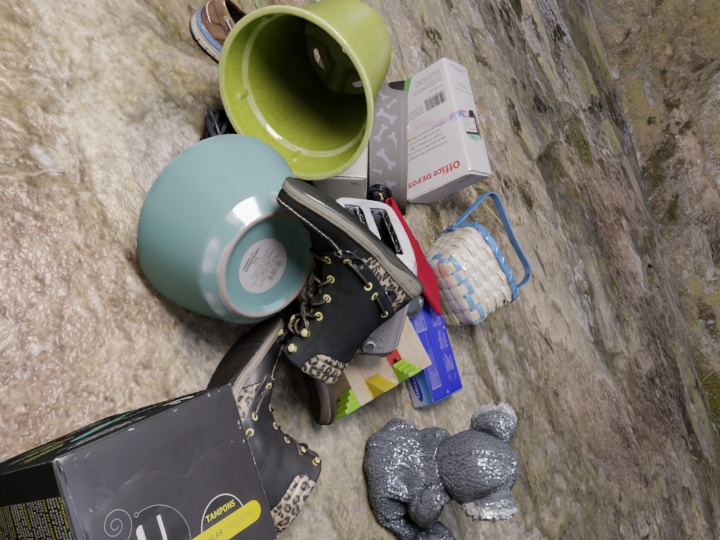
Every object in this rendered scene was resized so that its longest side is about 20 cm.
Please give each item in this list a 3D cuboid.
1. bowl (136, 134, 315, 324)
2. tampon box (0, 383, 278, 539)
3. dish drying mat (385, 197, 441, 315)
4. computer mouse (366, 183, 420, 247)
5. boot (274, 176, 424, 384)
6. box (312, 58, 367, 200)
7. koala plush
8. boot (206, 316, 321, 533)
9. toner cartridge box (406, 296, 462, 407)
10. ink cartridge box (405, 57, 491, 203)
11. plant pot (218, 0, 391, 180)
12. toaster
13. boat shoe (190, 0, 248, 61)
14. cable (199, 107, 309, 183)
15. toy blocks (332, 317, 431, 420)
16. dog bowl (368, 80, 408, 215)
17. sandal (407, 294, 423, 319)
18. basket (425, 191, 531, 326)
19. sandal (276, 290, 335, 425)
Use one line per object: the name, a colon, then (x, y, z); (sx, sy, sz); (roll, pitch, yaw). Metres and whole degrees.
bowl: (-0.119, -0.027, 0.669); (0.198, 0.104, 0.206); (-24, 129, -33)
tampon box: (-0.191, 0.187, 0.496); (0.148, 0.197, 0.130); (-17, 87, -51)
dish drying mat: (0.079, -0.016, 0.948); (0.201, 0.018, 0.078); (55, 25, -47)
computer mouse: (0.048, -0.056, 0.969); (0.035, 0.057, 0.201); (-67, 149, -27)
boot: (-0.040, 0.019, 0.641); (0.202, 0.154, 0.074); (37, 6, -38)
box: (-0.027, -0.197, 0.931); (0.096, 0.075, 0.206); (95, -3, -64)
koala plush: (0.123, 0.269, 0.849); (0.183, 0.197, 0.181); (42, 46, -30)
boot: (-0.103, 0.171, 0.714); (0.151, 0.072, 0.203); (47, 47, -26)
toner cartridge box: (0.096, 0.102, 1.014); (0.094, 0.042, 0.206); (-9, 82, -51)
ink cartridge box: (0.131, -0.236, 1.118); (0.083, 0.143, 0.206); (0, 74, -49)
plant pot: (-0.046, -0.249, 0.797); (0.202, 0.197, 0.186); (54, 39, -19)
toaster: (0.000, 0.000, 0.808); (0.110, 0.132, 0.202); (6, 37, -18)
boat shoe: (-0.134, -0.288, 0.871); (0.198, 0.071, 0.074); (29, 53, -41)
cable: (-0.128, -0.130, 0.829); (0.202, 0.050, 0.164); (55, 41, -18)
toy blocks: (0.007, 0.101, 0.877); (0.197, 0.100, 0.139); (-20, 77, -43)
dog bowl: (0.041, -0.187, 0.978); (0.200, 0.057, 0.207); (1, 90, -89)
sandal: (0.026, -0.017, 0.938); (0.201, 0.048, 0.076); (47, 61, -7)
basket: (0.203, -0.015, 1.103); (0.198, 0.138, 0.180); (-34, 103, -23)
sandal: (-0.079, 0.096, 0.792); (0.053, 0.081, 0.206); (-14, 96, -17)
